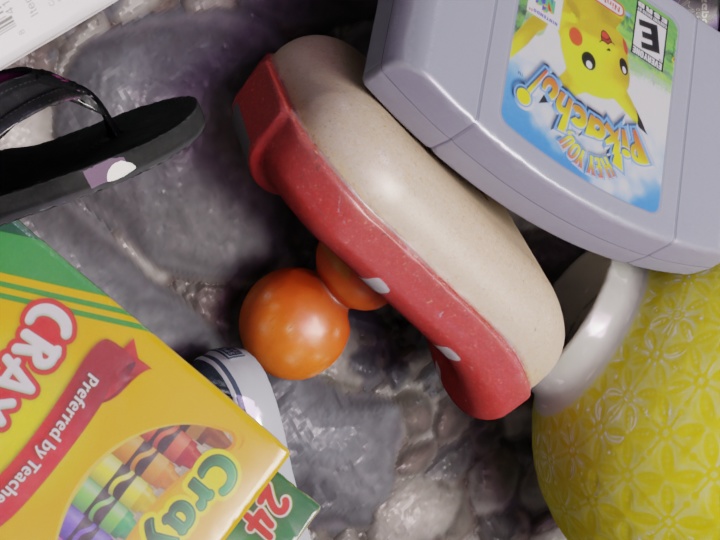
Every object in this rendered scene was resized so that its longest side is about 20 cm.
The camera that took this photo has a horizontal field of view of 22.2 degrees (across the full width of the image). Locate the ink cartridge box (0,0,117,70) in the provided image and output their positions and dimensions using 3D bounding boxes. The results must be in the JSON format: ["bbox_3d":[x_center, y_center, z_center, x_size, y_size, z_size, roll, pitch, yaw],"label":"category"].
[{"bbox_3d":[-0.208,-0.122,0.678,0.199,0.085,0.149,-34,114,-24],"label":"ink cartridge box"}]

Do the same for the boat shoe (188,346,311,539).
[{"bbox_3d":[-0.067,0.142,0.825,0.090,0.071,0.202,-18,92,-26],"label":"boat shoe"}]

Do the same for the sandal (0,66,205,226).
[{"bbox_3d":[-0.157,-0.042,0.691,0.199,0.075,0.048,-15,111,-3],"label":"sandal"}]

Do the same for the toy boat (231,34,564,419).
[{"bbox_3d":[0.000,0.000,0.841,0.131,0.131,0.200,-40,122,12],"label":"toy boat"}]

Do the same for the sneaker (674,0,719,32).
[{"bbox_3d":[0.130,-0.138,0.912,0.199,0.087,0.077,-8,102,-34],"label":"sneaker"}]

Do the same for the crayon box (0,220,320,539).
[{"bbox_3d":[-0.120,0.080,0.746,0.200,0.051,0.127,40,73,-7],"label":"crayon box"}]

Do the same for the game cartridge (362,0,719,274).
[{"bbox_3d":[0.093,-0.083,0.819,0.199,0.040,0.134,27,62,-28],"label":"game cartridge"}]

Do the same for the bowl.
[{"bbox_3d":[0.141,0.050,0.905,0.107,0.200,0.201,32,78,-11],"label":"bowl"}]
